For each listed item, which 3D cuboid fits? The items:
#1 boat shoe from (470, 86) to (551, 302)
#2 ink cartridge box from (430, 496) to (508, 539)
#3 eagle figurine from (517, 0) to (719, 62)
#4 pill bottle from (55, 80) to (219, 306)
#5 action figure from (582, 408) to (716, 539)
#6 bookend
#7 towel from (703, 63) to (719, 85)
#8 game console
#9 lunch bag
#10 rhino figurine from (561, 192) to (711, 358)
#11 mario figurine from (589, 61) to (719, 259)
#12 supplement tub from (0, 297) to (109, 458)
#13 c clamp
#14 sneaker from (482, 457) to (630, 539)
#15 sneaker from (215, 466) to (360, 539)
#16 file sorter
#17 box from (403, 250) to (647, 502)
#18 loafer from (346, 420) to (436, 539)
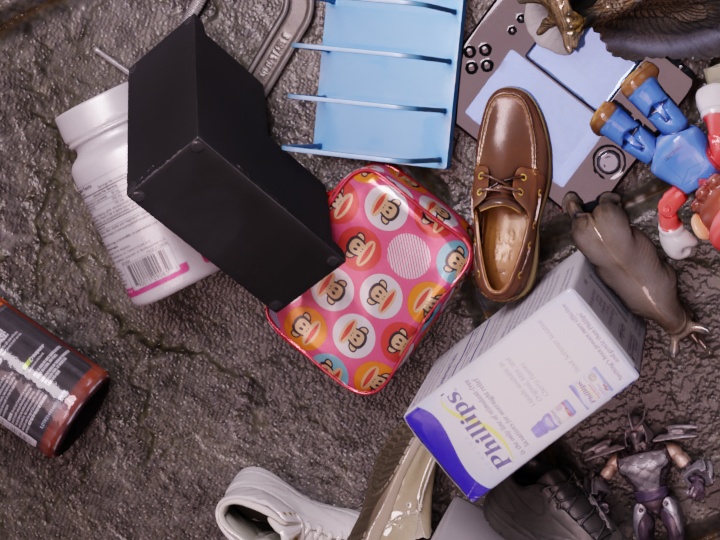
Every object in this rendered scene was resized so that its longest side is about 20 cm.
[{"bbox_3d":[0.138,-0.069,1.644,0.071,0.068,0.202,3,93,13],"label":"boat shoe"},{"bbox_3d":[0.100,0.358,1.728,0.146,0.145,0.201,28,106,5],"label":"ink cartridge box"},{"bbox_3d":[0.252,-0.258,1.595,0.198,0.151,0.153,-19,135,-22],"label":"eagle figurine"},{"bbox_3d":[-0.213,-0.077,1.731,0.113,0.113,0.201,-24,95,15],"label":"pill bottle"},{"bbox_3d":[0.284,0.229,1.705,0.129,0.069,0.202,-13,93,27],"label":"action figure"},{"bbox_3d":[-0.119,-0.102,1.661,0.092,0.201,0.198,-35,126,22],"label":"bookend"},{"bbox_3d":[0.433,-0.124,1.630,0.191,0.035,0.202,-15,99,17],"label":"towel"},{"bbox_3d":[0.188,-0.171,1.669,0.199,0.031,0.177,38,106,3],"label":"game console"},{"bbox_3d":[0.000,0.000,1.716,0.176,0.082,0.201,38,106,4],"label":"lunch bag"},{"bbox_3d":[0.264,0.009,1.649,0.060,0.088,0.200,-38,106,13],"label":"rhino figurine"},{"bbox_3d":[0.305,-0.093,1.627,0.200,0.106,0.124,47,146,6],"label":"mario figurine"},{"bbox_3d":[-0.360,0.094,1.800,0.199,0.107,0.107,34,106,5],"label":"supplement tub"},{"bbox_3d":[-0.146,-0.238,1.731,0.171,0.027,0.200,40,106,3],"label":"c clamp"},{"bbox_3d":[0.196,0.237,1.676,0.199,0.076,0.092,30,130,34],"label":"sneaker"},{"bbox_3d":[-0.052,0.271,1.762,0.199,0.116,0.074,24,103,5],"label":"sneaker"},{"bbox_3d":[0.011,-0.201,1.636,0.137,0.123,0.202,8,96,19],"label":"file sorter"},{"bbox_3d":[0.157,0.093,1.647,0.200,0.184,0.105,-38,92,17],"label":"box"},{"bbox_3d":[0.041,0.231,1.738,0.068,0.076,0.201,29,78,-16],"label":"loafer"}]
